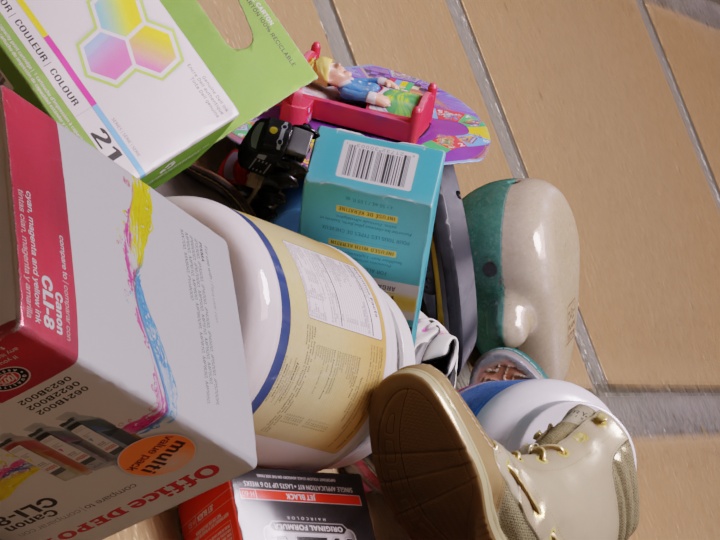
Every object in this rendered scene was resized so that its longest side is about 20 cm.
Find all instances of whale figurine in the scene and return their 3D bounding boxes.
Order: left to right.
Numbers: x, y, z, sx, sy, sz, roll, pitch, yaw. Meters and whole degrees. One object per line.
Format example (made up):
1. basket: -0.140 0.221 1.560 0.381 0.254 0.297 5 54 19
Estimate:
1. whale figurine: 0.112 0.029 2.036 0.159 0.103 0.201 -47 134 -67

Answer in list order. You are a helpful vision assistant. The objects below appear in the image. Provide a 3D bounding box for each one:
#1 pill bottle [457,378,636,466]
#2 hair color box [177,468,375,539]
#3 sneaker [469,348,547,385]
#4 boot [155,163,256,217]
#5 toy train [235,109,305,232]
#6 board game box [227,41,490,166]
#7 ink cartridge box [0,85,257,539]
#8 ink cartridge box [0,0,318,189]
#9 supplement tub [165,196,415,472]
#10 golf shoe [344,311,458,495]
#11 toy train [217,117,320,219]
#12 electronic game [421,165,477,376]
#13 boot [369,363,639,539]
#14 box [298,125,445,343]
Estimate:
1. pill bottle: 0.113 0.128 1.772 0.113 0.112 0.200 64 -13 -2
2. hair color box: -0.033 0.215 1.511 0.101 0.061 0.201 6 59 -36
3. sneaker: 0.139 0.135 1.981 0.201 0.071 0.080 62 18 -19
4. boot: -0.129 -0.026 1.605 0.200 0.074 0.097 50 45 -32
5. toy train: -0.037 -0.073 1.830 0.116 0.085 0.200 36 28 -19
6. board game box: -0.006 -0.119 1.792 0.199 0.039 0.158 -8 31 -31
7. ink cartridge box: -0.168 0.033 1.335 0.200 0.145 0.145 35 37 -49
8. ink cartridge box: -0.124 -0.136 1.534 0.200 0.076 0.148 -35 88 -30
9. supplement tub: -0.067 0.044 1.543 0.200 0.144 0.145 21 48 -59
10. golf shoe: 0.032 0.059 1.810 0.073 0.092 0.201 42 30 -39
11. toy train: -0.068 -0.055 1.648 0.046 0.200 0.034 20 72 -8
12. electronic game: 0.047 -0.022 1.887 0.200 0.041 0.201 170 -90 -84
13. boot: 0.092 0.116 1.590 0.155 0.073 0.201 -45 111 -45
14. box: 0.000 0.000 1.670 0.200 0.082 0.049 97 6 -49
